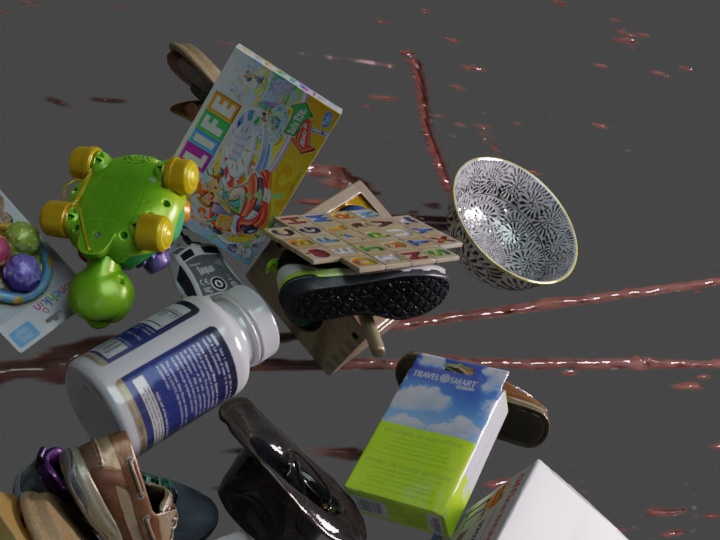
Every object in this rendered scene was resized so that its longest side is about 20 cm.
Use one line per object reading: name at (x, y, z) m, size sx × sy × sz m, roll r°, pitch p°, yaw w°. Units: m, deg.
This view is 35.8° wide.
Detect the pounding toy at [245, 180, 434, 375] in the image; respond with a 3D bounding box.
pounding toy at (-0.013, 0.015, 1.283) m, size 0.184 × 0.142 × 0.200 m, roll 49°, pitch 45°, yaw 7°

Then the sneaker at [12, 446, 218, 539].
sneaker at (-0.215, 0.211, 1.033) m, size 0.198 × 0.088 × 0.075 m, roll 15°, pitch 50°, yaw -25°

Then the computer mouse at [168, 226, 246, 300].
computer mouse at (-0.185, 0.002, 1.246) m, size 0.109 × 0.044 × 0.201 m, roll -12°, pitch 60°, yaw -45°

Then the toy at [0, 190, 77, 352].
toy at (-0.367, -0.027, 1.134) m, size 0.200 × 0.047 × 0.115 m, roll 45°, pitch 45°, yaw 3°

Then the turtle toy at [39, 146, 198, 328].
turtle toy at (-0.249, -0.038, 1.160) m, size 0.144 × 0.102 × 0.202 m, roll 9°, pitch 56°, yaw 14°

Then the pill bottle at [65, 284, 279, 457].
pill bottle at (-0.180, 0.094, 1.106) m, size 0.199 × 0.111 × 0.111 m, roll -31°, pitch 77°, yaw -33°

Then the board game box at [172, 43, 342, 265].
board game box at (-0.127, -0.125, 1.224) m, size 0.134 × 0.201 × 0.034 m, roll 31°, pitch 15°, yaw -7°

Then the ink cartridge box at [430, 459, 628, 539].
ink cartridge box at (0.152, 0.321, 1.125) m, size 0.144 × 0.200 × 0.147 m, roll 41°, pitch 44°, yaw -1°

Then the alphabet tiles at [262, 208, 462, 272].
alphabet tiles at (0.004, -0.035, 1.197) m, size 0.198 × 0.006 × 0.166 m, roll -7°, pitch 25°, yaw -35°

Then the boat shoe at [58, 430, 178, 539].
boat shoe at (-0.193, 0.224, 0.982) m, size 0.071 × 0.201 × 0.076 m, roll -29°, pitch 36°, yaw -14°

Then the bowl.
bowl at (0.184, -0.044, 1.499) m, size 0.199 × 0.094 × 0.202 m, roll 19°, pitch 49°, yaw -23°

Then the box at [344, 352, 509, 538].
box at (0.079, 0.186, 1.225) m, size 0.121 × 0.048 × 0.201 m, roll 10°, pitch 47°, yaw 27°

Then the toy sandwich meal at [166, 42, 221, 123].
toy sandwich meal at (-0.175, -0.177, 1.321) m, size 0.070 × 0.205 × 0.205 m, roll -41°, pitch 84°, yaw -7°

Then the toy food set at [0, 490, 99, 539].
toy food set at (-0.229, 0.269, 0.928) m, size 0.048 × 0.200 × 0.198 m, roll -36°, pitch 74°, yaw -11°

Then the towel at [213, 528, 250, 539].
towel at (-0.108, 0.339, 0.985) m, size 0.202 × 0.032 × 0.191 m, roll 64°, pitch 18°, yaw 11°

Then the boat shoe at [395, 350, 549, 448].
boat shoe at (0.132, 0.152, 1.344) m, size 0.199 × 0.072 × 0.068 m, roll 28°, pitch 16°, yaw -4°

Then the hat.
hat at (-0.085, 0.222, 1.105) m, size 0.201 × 0.081 × 0.201 m, roll 45°, pitch 5°, yaw -5°

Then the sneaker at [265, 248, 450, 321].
sneaker at (0.000, 0.000, 1.173) m, size 0.198 × 0.072 × 0.083 m, roll 0°, pitch 45°, yaw -23°
